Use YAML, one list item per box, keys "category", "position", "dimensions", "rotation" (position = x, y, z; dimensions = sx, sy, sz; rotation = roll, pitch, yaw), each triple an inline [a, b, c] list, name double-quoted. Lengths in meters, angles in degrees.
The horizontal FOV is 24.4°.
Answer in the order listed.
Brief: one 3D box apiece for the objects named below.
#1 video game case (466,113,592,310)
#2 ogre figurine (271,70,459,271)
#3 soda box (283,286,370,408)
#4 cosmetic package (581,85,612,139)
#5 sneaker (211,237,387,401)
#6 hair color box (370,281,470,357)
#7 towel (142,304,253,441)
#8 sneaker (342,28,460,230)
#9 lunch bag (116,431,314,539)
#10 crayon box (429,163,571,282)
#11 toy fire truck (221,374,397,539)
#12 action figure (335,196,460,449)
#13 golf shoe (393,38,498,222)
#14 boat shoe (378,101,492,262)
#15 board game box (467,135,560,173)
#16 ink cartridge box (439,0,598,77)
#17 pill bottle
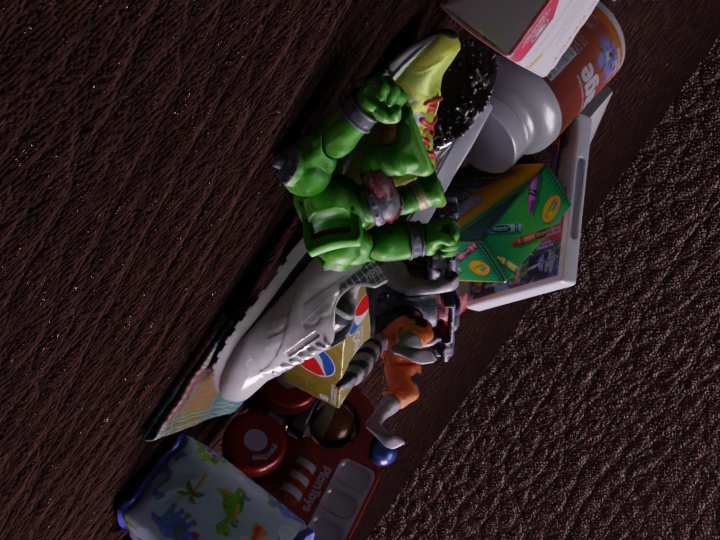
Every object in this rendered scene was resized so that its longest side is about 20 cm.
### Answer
- category: "video game case"
  position: [0.180, -0.059, 1.796]
  dimensions: [0.200, 0.023, 0.183]
  rotation: [-19, -120, 62]
- category: "ogre figurine"
  position: [0.003, -0.066, 1.338]
  dimensions: [0.119, 0.099, 0.200]
  rotation: [-21, 158, 3]
- category: "soda box"
  position: [-0.030, 0.044, 1.602]
  dimensions: [0.064, 0.067, 0.200]
  rotation: [-55, 162, -33]
- category: "cosmetic package"
  position: [0.217, -0.168, 1.966]
  dimensions: [0.090, 0.107, 0.200]
  rotation: [-49, 170, -17]
- category: "sneaker"
  position: [-0.058, 0.052, 1.476]
  dimensions: [0.200, 0.080, 0.076]
  rotation: [-54, 173, 26]
- category: "hair color box"
  position: [0.053, 0.022, 1.866]
  dimensions: [0.064, 0.111, 0.200]
  rotation: [-59, 167, 29]
- category: "towel"
  position: [-0.124, 0.090, 1.572]
  dimensions: [0.147, 0.022, 0.200]
  rotation: [-56, 169, 13]
- category: "sneaker"
  position: [0.039, -0.114, 1.425]
  dimensions: [0.200, 0.090, 0.078]
  rotation: [-58, 168, 22]
- category: "lunch bag"
  position: [-0.146, 0.272, 1.659]
  dimensions: [0.128, 0.170, 0.200]
  rotation: [-50, 171, -17]
- category: "crayon box"
  position: [0.106, -0.049, 1.713]
  dimensions: [0.119, 0.058, 0.200]
  rotation: [-48, -153, -26]
- category: "toy fire truck"
  position: [-0.055, 0.193, 1.759]
  dimensions: [0.200, 0.167, 0.112]
  rotation: [-60, 175, -34]
- category: "action figure"
  position: [0.038, 0.028, 1.481]
  dimensions: [0.194, 0.104, 0.201]
  rotation: [-83, 175, -50]
- category: "golf shoe"
  position: [0.054, -0.134, 1.511]
  dimensions: [0.200, 0.078, 0.095]
  rotation: [-50, -178, 22]
- category: "boat shoe"
  position: [0.055, -0.089, 1.601]
  dimensions: [0.201, 0.056, 0.069]
  rotation: [-59, -177, -4]
- category: "board game box"
  position: [0.149, -0.122, 1.816]
  dimensions: [0.159, 0.039, 0.200]
  rotation: [-68, -154, 20]
- category: "ink cartridge box"
  position: [0.160, -0.260, 1.485]
  dimensions: [0.148, 0.085, 0.200]
  rotation: [-55, 171, 9]
- category: "pill bottle"
  position: [0.177, -0.191, 1.705]
  dimensions: [0.200, 0.112, 0.112]
  rotation: [-46, 168, -31]
